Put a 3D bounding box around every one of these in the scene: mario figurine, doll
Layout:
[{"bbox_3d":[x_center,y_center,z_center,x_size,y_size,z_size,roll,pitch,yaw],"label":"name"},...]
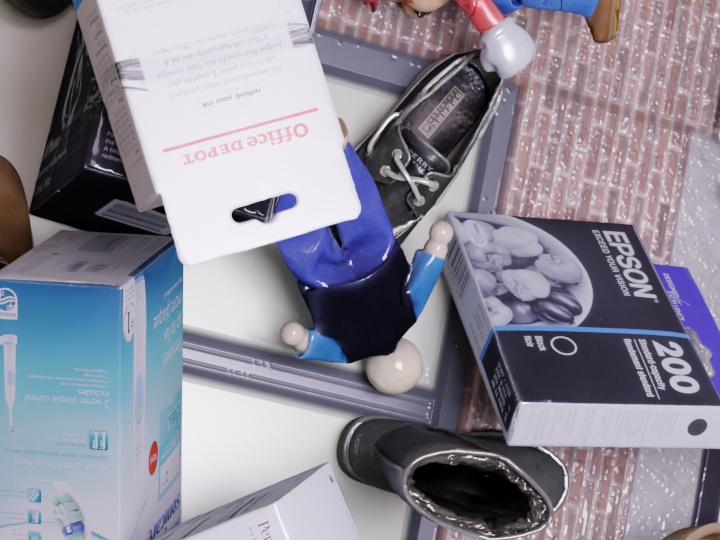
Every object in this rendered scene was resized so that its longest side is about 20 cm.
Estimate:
[{"bbox_3d":[0.080,-0.196,1.504,0.199,0.123,0.106,8,108,7],"label":"mario figurine"},{"bbox_3d":[0.000,0.000,1.445,0.136,0.048,0.200,-29,121,-14],"label":"doll"}]

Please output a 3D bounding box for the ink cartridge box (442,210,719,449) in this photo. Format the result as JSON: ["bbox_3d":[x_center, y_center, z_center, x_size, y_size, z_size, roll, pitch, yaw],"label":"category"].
[{"bbox_3d":[0.168,0.040,1.480,0.199,0.043,0.198,4,38,-19],"label":"ink cartridge box"}]

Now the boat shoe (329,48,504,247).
[{"bbox_3d":[0.029,-0.073,1.494,0.071,0.064,0.200,38,73,-12],"label":"boat shoe"}]

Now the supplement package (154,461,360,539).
[{"bbox_3d":[-0.042,0.234,1.298,0.111,0.156,0.201,-24,89,11],"label":"supplement package"}]

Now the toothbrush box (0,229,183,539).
[{"bbox_3d":[-0.164,0.088,1.328,0.085,0.146,0.201,5,102,9],"label":"toothbrush box"}]

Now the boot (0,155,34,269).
[{"bbox_3d":[-0.230,0.007,1.371,0.073,0.075,0.201,13,61,-25],"label":"boot"}]

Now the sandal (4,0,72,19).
[{"bbox_3d":[-0.260,-0.247,1.423,0.080,0.057,0.201,-42,112,-24],"label":"sandal"}]

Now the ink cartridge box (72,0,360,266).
[{"bbox_3d":[-0.085,-0.107,1.244,0.116,0.068,0.201,-16,88,-18],"label":"ink cartridge box"}]

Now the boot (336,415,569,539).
[{"bbox_3d":[0.083,0.136,1.415,0.181,0.200,0.073,8,84,-18],"label":"boot"}]

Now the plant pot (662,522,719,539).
[{"bbox_3d":[0.219,0.276,1.487,0.201,0.093,0.202,16,68,-45],"label":"plant pot"}]

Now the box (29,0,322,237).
[{"bbox_3d":[-0.114,-0.125,1.378,0.124,0.200,0.197,17,78,-16],"label":"box"}]

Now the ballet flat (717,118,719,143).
[{"bbox_3d":[0.294,-0.079,1.596,0.074,0.074,0.201,1,82,-19],"label":"ballet flat"}]
